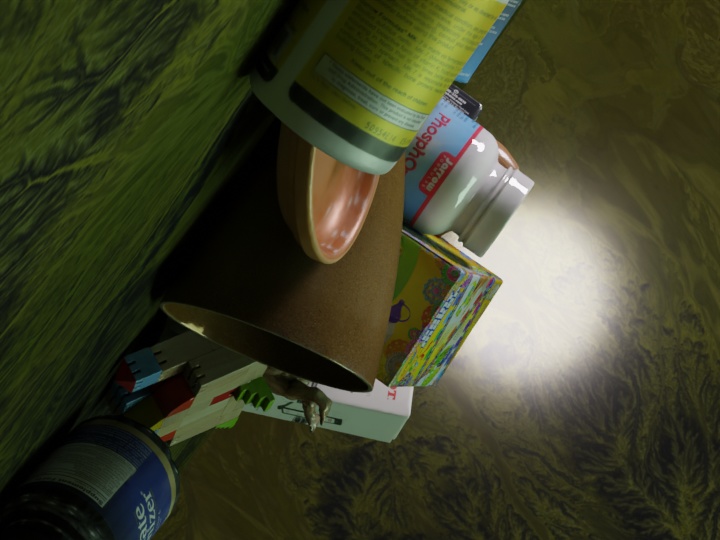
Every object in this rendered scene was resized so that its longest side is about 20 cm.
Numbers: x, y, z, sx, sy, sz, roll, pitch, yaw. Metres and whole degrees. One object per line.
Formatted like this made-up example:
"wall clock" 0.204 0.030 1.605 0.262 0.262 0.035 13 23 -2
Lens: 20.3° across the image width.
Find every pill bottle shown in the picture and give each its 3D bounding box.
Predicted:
"pill bottle" 0.026 -0.172 1.304 0.200 0.114 0.114 -54 178 14
"pill bottle" -0.233 0.208 1.631 0.112 0.112 0.200 -55 178 30
"pill bottle" 0.049 -0.102 1.773 0.109 0.200 0.109 -55 178 -3

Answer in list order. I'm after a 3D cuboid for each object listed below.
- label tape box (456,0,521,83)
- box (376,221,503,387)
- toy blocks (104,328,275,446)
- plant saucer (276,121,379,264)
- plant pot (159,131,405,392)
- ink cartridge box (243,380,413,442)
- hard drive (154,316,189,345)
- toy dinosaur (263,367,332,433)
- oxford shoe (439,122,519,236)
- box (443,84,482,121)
"label tape box" 0.095 -0.258 1.664 0.200 0.063 0.144 -55 159 15
"box" 0.000 0.000 1.810 0.122 0.200 0.193 -57 166 5
"toy blocks" -0.161 0.106 1.781 0.136 0.100 0.200 -22 163 -25
"plant saucer" -0.020 -0.106 1.503 0.200 0.037 0.201 11 90 -75
"plant pot" -0.042 -0.027 1.646 0.186 0.186 0.201 116 -5 -78
"ink cartridge box" -0.043 0.077 2.044 0.084 0.199 0.146 119 -19 -63
"hard drive" -0.158 0.047 1.918 0.132 0.026 0.200 -53 178 -28
"toy dinosaur" -0.079 0.080 1.862 0.086 0.135 0.200 -60 -179 -6
"oxford shoe" 0.092 -0.058 1.918 0.071 0.071 0.200 -52 178 -33
"box" 0.018 -0.113 1.974 0.106 0.122 0.200 -52 177 -32
